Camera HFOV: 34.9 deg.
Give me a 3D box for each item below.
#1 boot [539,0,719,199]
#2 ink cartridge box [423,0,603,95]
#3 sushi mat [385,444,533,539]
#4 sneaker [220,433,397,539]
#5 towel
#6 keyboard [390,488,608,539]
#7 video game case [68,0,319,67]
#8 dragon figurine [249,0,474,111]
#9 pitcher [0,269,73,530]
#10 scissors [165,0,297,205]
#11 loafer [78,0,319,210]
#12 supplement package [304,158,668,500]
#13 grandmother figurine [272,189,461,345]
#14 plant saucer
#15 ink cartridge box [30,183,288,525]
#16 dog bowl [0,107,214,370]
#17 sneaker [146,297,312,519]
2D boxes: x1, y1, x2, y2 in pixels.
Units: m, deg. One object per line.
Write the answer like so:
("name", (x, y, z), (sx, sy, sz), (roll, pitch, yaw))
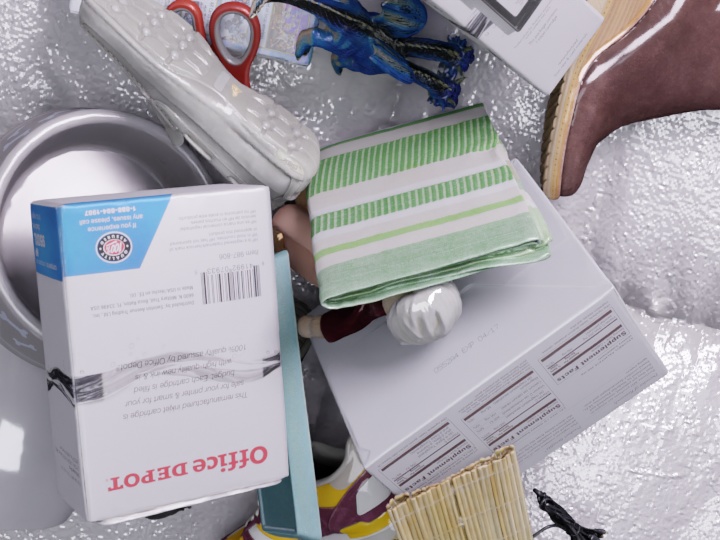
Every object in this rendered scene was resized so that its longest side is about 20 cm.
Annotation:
("boot", (0.226, -0.132, 0.830), (0.164, 0.072, 0.203), (16, 98, 1))
("ink cartridge box", (0.057, -0.208, 0.751), (0.199, 0.116, 0.068), (28, 105, -42))
("sushi mat", (0.080, 0.201, 0.824), (0.095, 0.012, 0.201), (-22, 135, -4))
("sneaker", (-0.052, 0.179, 0.884), (0.199, 0.075, 0.091), (-27, 106, 28))
("towel", (0.037, -0.049, 0.791), (0.151, 0.201, 0.024), (-14, 124, 1))
("keyboard", (0.120, 0.222, 0.887), (0.127, 0.021, 0.200), (-40, 128, 9))
("video game case", (-0.103, -0.266, 0.828), (0.179, 0.045, 0.203), (13, 102, 0))
("dragon figurine", (0.010, -0.164, 0.796), (0.098, 0.199, 0.060), (14, 87, 29))
("pitcher", (-0.231, 0.091, 0.876), (0.169, 0.121, 0.203), (6, 90, -6))
("scissors", (-0.091, -0.109, 0.854), (0.072, 0.014, 0.202), (-8, 122, 10))
("loafer", (-0.119, -0.117, 0.802), (0.200, 0.070, 0.070), (41, 124, -10))
("supplement package", (0.084, 0.052, 0.817), (0.199, 0.156, 0.111), (-36, 132, 8))
("grandmother figurine", (0.000, 0.000, 0.799), (0.060, 0.199, 0.122), (35, 87, -38))
("plant saucer", (-0.062, 0.091, 0.815), (0.019, 0.070, 0.203), (-5, 85, -31))
("ink cartridge box", (-0.133, 0.049, 0.763), (0.143, 0.084, 0.203), (-7, 98, -29))
("dog bowl", (-0.186, -0.023, 0.825), (0.198, 0.058, 0.203), (3, 83, -28))
("sneaker", (-0.114, 0.106, 0.901), (0.200, 0.107, 0.075), (-41, 69, -17))
